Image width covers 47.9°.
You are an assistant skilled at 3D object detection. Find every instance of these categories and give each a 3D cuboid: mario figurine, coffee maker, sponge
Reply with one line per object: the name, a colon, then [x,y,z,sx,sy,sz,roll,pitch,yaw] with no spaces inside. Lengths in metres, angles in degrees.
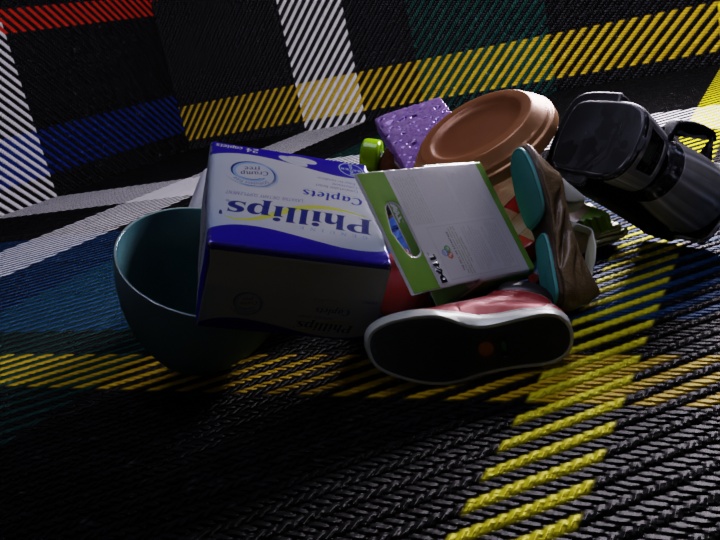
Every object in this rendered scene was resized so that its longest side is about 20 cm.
mario figurine: [0.065,0.002,0.994,0.106,0.124,0.200,21,36,-3]
coffee maker: [0.328,-0.120,1.006,0.199,0.135,0.192,24,-23,-30]
sponge: [0.102,-0.187,1.199,0.111,0.030,0.200,-18,41,-5]

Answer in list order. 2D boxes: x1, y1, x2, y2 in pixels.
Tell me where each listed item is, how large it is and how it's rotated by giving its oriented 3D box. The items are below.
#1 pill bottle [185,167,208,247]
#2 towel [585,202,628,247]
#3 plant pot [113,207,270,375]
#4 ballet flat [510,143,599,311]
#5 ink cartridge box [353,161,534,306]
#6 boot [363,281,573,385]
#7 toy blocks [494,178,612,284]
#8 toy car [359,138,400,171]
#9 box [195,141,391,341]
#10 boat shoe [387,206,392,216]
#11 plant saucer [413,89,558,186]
pill bottle: [-0.125,-0.047,1.048,0.199,0.113,0.113,20,9,-15]
towel: [0.269,-0.055,1.130,0.148,0.037,0.200,-14,17,-2]
plant pot: [-0.182,0.040,0.920,0.199,0.135,0.200,12,34,-8]
ballet flat: [0.225,-0.051,0.913,0.072,0.201,0.068,-5,-22,-14]
ink cartridge box: [0.076,-0.035,0.883,0.199,0.148,0.076,-10,-22,-41]
boot: [0.105,0.055,0.828,0.199,0.073,0.144,-5,15,4]
toy blocks: [0.191,-0.042,1.006,0.137,0.100,0.200,-44,43,-14]
toy car: [0.065,-0.105,1.285,0.164,0.158,0.200,8,37,10]
box: [-0.076,-0.034,0.858,0.183,0.105,0.200,7,36,-15]
boat shoe: [0.094,-0.103,1.090,0.200,0.057,0.069,-33,11,11]
plant saucer: [0.152,-0.170,1.035,0.200,0.038,0.200,-24,32,16]
